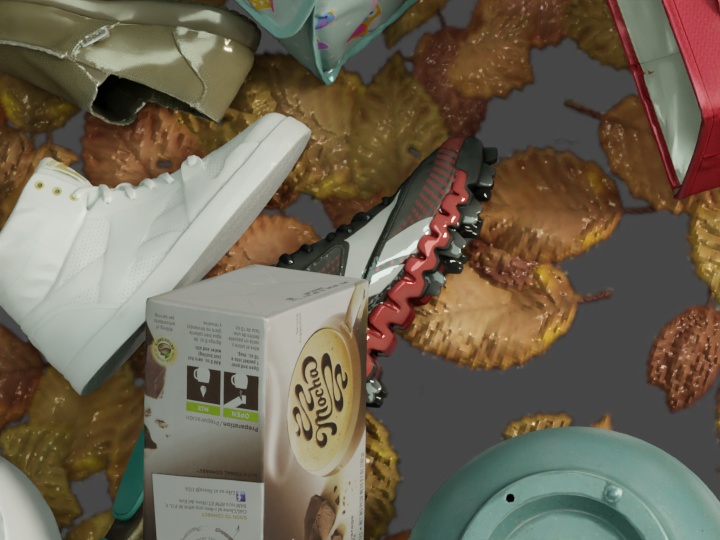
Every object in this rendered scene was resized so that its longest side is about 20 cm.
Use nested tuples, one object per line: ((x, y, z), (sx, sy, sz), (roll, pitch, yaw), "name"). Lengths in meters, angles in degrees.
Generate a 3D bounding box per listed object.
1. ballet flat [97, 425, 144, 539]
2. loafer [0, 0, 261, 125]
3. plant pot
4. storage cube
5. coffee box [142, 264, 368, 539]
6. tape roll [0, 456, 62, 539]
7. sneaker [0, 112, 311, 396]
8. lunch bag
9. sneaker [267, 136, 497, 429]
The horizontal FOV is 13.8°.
((-0.117, 0.154, 1.674), (0.065, 0.071, 0.200), (28, 85, -16), "ballet flat")
((-0.157, -0.121, 1.709), (0.200, 0.076, 0.068), (3, 77, 21), "loafer")
((0.112, 0.174, 1.601), (0.200, 0.134, 0.200), (-1, 78, 7), "plant pot")
((0.237, -0.160, 1.626), (0.180, 0.200, 0.171), (-17, 77, -4), "storage cube")
((-0.056, 0.107, 1.601), (0.080, 0.113, 0.200), (8, 103, 28), "coffee box")
((-0.263, 0.182, 1.644), (0.202, 0.071, 0.203), (-7, 71, 21), "tape roll")
((-0.131, -0.039, 1.701), (0.116, 0.074, 0.200), (43, 87, 9), "sneaker")
((-0.050, -0.212, 1.662), (0.122, 0.200, 0.170), (-44, 79, -4), "lunch bag")
((0.000, 0.000, 1.679), (0.098, 0.071, 0.201), (31, 85, 9), "sneaker")
